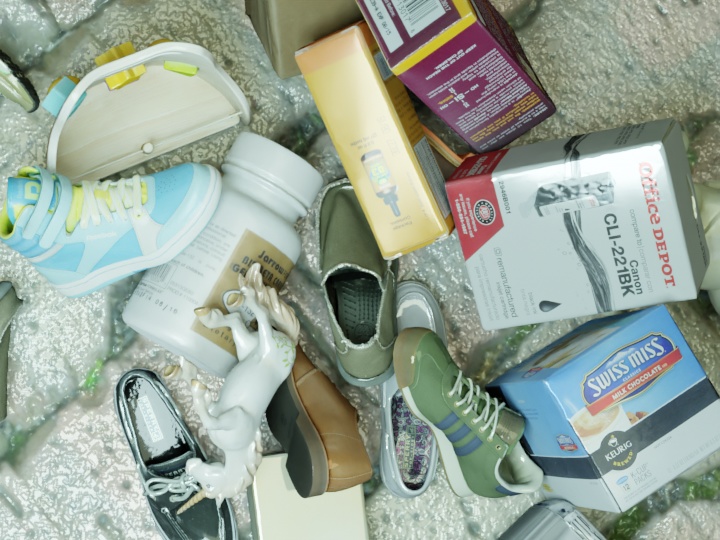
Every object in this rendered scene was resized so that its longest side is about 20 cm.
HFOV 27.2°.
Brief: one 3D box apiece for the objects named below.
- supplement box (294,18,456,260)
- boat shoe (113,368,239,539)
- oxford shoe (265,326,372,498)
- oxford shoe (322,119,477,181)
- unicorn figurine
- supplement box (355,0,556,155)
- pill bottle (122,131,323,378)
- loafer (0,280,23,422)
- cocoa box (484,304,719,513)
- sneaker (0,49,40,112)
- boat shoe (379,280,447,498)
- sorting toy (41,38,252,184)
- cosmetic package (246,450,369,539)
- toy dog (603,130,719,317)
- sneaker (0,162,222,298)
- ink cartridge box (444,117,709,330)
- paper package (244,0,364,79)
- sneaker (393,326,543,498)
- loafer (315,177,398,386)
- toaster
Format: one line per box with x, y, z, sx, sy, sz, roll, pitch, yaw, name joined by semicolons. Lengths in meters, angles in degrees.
0.017;-0.116;1.304;0.066;0.069;0.201;-20;98;19;supplement box
-0.163;0.179;1.325;0.073;0.068;0.201;-19;88;-10;boat shoe
-0.042;0.120;1.315;0.071;0.072;0.201;-2;43;-22;oxford shoe
0.045;-0.096;1.384;0.199;0.071;0.073;28;85;-6;oxford shoe
-0.107;0.106;1.245;0.200;0.074;0.138;-51;133;-14;unicorn figurine
0.084;-0.197;1.315;0.085;0.200;0.111;-33;59;15;supplement box
-0.117;-0.016;1.327;0.114;0.114;0.201;29;81;-5;pill bottle
-0.341;0.106;1.308;0.069;0.075;0.201;26;86;-18;loafer
0.216;0.123;1.324;0.133;0.200;0.132;-30;90;-12;cocoa box
-0.382;-0.181;1.330;0.199;0.077;0.089;29;94;0;sneaker
0.046;0.109;1.365;0.071;0.069;0.202;9;84;-8;boat shoe
-0.198;-0.154;1.293;0.199;0.180;0.108;-23;89;-11;sorting toy
-0.043;0.261;1.336;0.103;0.073;0.202;-8;85;-10;cosmetic package
0.330;-0.017;1.390;0.199;0.140;0.195;27;82;-8;toy dog
-0.225;-0.055;1.267;0.199;0.130;0.080;-29;47;23;sneaker
0.193;-0.040;1.308;0.199;0.084;0.145;-10;107;22;ink cartridge box
-0.006;-0.285;1.325;0.199;0.191;0.104;-20;60;-10;paper package
0.104;0.128;1.315;0.067;0.089;0.201;-58;136;-38;sneaker
0.000;0.000;1.336;0.075;0.070;0.201;-10;66;1;loafer
0.176;0.298;1.349;0.129;0.114;0.200;-44;90;-14;toaster
